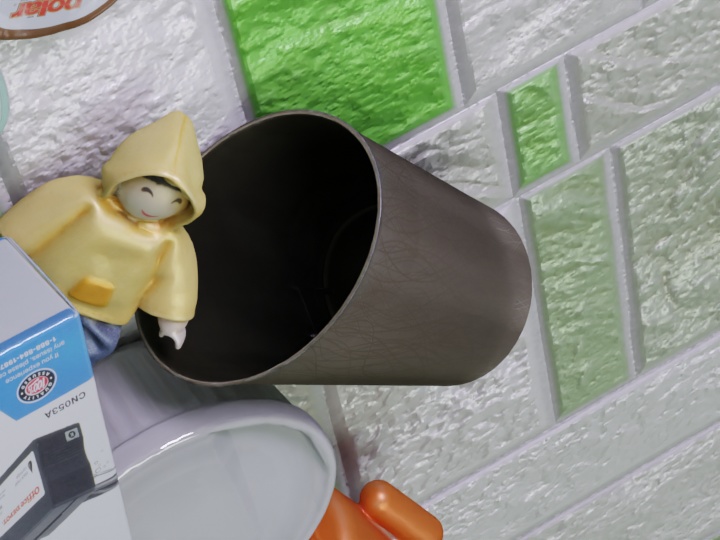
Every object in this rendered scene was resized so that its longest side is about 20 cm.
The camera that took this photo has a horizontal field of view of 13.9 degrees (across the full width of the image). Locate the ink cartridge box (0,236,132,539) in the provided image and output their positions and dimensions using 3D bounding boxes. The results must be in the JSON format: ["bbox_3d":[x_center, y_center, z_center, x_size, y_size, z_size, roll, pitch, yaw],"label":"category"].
[{"bbox_3d":[-0.208,0.106,1.543,0.145,0.084,0.200,-29,135,-22],"label":"ink cartridge box"}]

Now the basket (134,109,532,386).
[{"bbox_3d":[0.000,0.000,1.690,0.180,0.136,0.200,-38,153,26],"label":"basket"}]

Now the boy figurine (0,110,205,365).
[{"bbox_3d":[-0.138,0.000,1.598,0.124,0.065,0.200,31,120,-19],"label":"boy figurine"}]

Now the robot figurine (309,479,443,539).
[{"bbox_3d":[-0.027,0.201,1.925,0.200,0.116,0.144,41,69,-56],"label":"robot figurine"}]

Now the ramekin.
[{"bbox_3d":[-0.122,0.126,1.766,0.202,0.094,0.203,-23,144,-18],"label":"ramekin"}]

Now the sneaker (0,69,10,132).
[{"bbox_3d":[-0.209,-0.082,1.408,0.074,0.118,0.200,-38,148,1],"label":"sneaker"}]

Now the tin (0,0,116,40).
[{"bbox_3d":[-0.143,-0.192,1.406,0.112,0.042,0.200,-10,139,-27],"label":"tin"}]
